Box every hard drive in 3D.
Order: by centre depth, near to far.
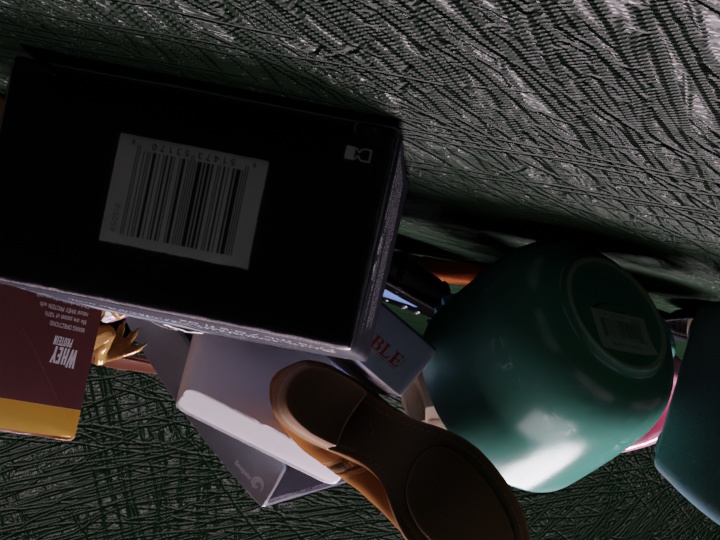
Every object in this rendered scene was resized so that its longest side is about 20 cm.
[{"bbox_3d":[-0.061,0.059,1.355,0.132,0.027,0.200,28,-146,-15],"label":"hard drive"},{"bbox_3d":[-0.077,0.084,1.384,0.135,0.042,0.200,-11,-130,-41],"label":"hard drive"}]

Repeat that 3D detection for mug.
[{"bbox_3d":[0.140,0.048,1.215,0.152,0.185,0.114,45,130,-5],"label":"mug"}]

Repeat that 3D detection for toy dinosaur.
[{"bbox_3d":[-0.209,0.050,1.277,0.060,0.200,0.106,37,180,18],"label":"toy dinosaur"}]

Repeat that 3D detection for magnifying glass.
[{"bbox_3d":[0.033,-0.007,1.550,0.200,0.022,0.080,12,175,26],"label":"magnifying glass"}]

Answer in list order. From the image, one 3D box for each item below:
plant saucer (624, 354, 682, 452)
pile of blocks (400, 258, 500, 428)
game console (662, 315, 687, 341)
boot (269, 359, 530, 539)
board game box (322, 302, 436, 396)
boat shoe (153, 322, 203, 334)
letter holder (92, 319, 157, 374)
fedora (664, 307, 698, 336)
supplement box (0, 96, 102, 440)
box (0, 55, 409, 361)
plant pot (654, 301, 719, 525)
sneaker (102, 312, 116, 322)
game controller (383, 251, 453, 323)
[{"bbox_3d":[0.165,0.089,1.427,0.200,0.051,0.201,1,152,1],"label":"plant saucer"},{"bbox_3d":[0.074,0.038,1.311,0.082,0.062,0.200,7,-148,15],"label":"pile of blocks"},{"bbox_3d":[0.171,0.078,1.634,0.176,0.116,0.200,8,175,42],"label":"game console"},{"bbox_3d":[0.020,0.133,1.212,0.200,0.077,0.155,33,173,-2],"label":"boot"},{"bbox_3d":[-0.048,0.006,1.216,0.200,0.041,0.200,41,174,-3],"label":"board game box"},{"bbox_3d":[-0.143,-0.015,1.151,0.066,0.072,0.201,37,174,31],"label":"boat shoe"},{"bbox_3d":[-0.214,0.029,1.536,0.142,0.101,0.200,6,173,35],"label":"letter holder"},{"bbox_3d":[0.341,0.091,1.483,0.201,0.092,0.201,12,176,1],"label":"fedora"},{"bbox_3d":[-0.267,-0.007,1.147,0.133,0.200,0.197,9,175,27],"label":"supplement box"},{"bbox_3d":[-0.082,-0.026,0.973,0.197,0.117,0.200,11,177,4],"label":"box"},{"bbox_3d":[0.315,0.109,1.226,0.200,0.196,0.196,15,177,22],"label":"plant pot"},{"bbox_3d":[-0.179,-0.022,1.388,0.080,0.088,0.200,-24,167,-11],"label":"sneaker"},{"bbox_3d":[0.000,0.000,1.454,0.104,0.042,0.200,7,166,37],"label":"game controller"}]
